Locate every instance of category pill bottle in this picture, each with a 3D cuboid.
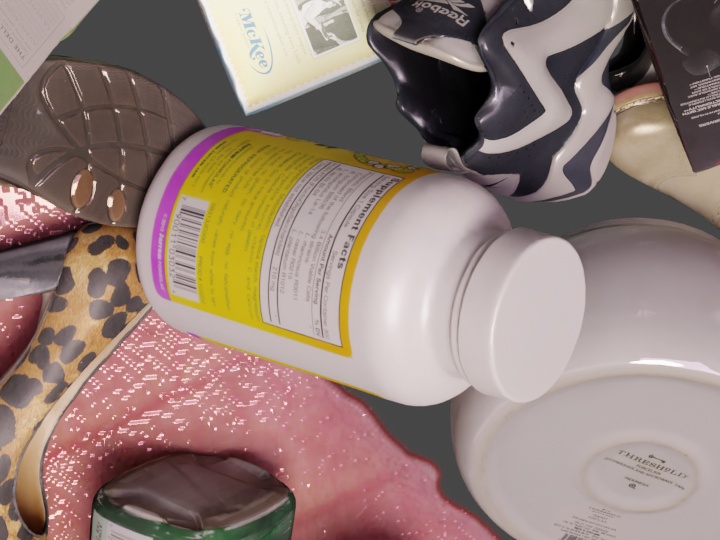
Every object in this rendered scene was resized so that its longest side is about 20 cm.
[{"bbox_3d":[0.000,0.000,0.925,0.104,0.199,0.105,-23,121,-47],"label":"pill bottle"}]

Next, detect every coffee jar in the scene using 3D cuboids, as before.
[{"bbox_3d":[-0.093,0.200,1.026,0.085,0.104,0.201,17,109,27],"label":"coffee jar"}]

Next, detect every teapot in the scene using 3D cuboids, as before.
[{"bbox_3d":[0.141,0.045,1.006,0.196,0.147,0.200,-12,134,20],"label":"teapot"}]

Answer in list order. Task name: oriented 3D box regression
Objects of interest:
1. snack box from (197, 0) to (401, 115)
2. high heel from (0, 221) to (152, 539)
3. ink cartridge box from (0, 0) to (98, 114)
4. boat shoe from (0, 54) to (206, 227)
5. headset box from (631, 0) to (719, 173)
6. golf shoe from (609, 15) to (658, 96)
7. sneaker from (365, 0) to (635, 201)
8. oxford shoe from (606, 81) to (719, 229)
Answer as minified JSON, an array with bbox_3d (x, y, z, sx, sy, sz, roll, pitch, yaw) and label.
[{"bbox_3d":[-0.039,-0.186,0.952,0.116,0.037,0.201,-22,110,-3],"label":"snack box"},{"bbox_3d":[-0.135,0.079,0.997,0.142,0.071,0.201,-12,100,0],"label":"high heel"},{"bbox_3d":[-0.174,-0.151,0.858,0.048,0.200,0.146,-22,114,33],"label":"ink cartridge box"},{"bbox_3d":[-0.158,-0.074,0.950,0.199,0.073,0.075,18,95,-36],"label":"boat shoe"},{"bbox_3d":[0.190,-0.132,0.879,0.148,0.075,0.200,-19,147,10],"label":"headset box"},{"bbox_3d":[0.154,-0.173,0.972,0.091,0.073,0.201,-4,108,-7],"label":"golf shoe"},{"bbox_3d":[0.064,-0.132,0.929,0.129,0.079,0.200,-2,107,-50],"label":"sneaker"},{"bbox_3d":[0.206,-0.035,0.991,0.199,0.074,0.071,16,143,-14],"label":"oxford shoe"}]
